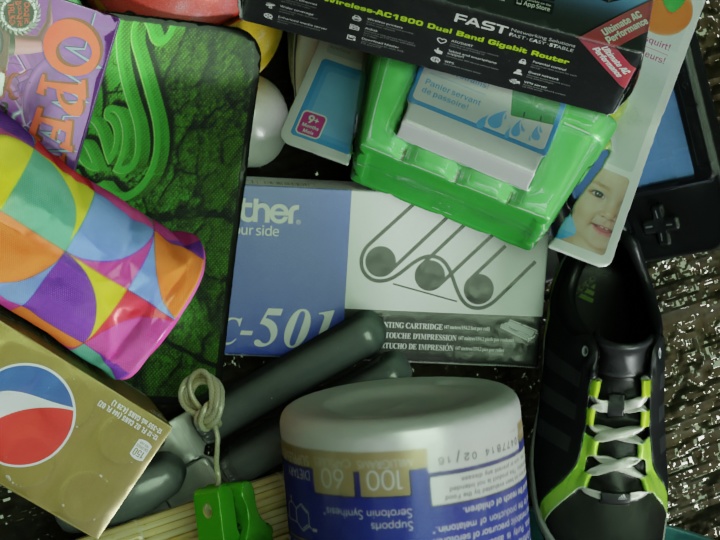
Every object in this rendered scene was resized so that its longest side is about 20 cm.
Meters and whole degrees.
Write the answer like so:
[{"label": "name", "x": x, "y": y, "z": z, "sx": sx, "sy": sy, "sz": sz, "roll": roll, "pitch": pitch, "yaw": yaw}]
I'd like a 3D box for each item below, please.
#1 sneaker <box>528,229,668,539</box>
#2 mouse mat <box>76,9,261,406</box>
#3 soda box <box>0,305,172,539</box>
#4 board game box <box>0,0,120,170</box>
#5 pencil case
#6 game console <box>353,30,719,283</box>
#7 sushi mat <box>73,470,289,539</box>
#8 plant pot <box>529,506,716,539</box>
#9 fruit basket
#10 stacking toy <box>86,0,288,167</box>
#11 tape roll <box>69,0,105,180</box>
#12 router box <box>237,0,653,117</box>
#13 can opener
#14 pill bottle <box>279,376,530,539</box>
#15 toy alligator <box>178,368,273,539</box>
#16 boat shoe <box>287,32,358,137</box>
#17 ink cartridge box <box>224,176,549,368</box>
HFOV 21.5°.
[{"label": "sneaker", "x": 0.124, "y": 0.064, "z": 0.987, "sx": 0.071, "sy": 0.083, "sz": 0.201, "roll": -1, "pitch": 67, "yaw": -1}, {"label": "mouse mat", "x": -0.137, "y": -0.031, "z": 0.958, "sx": 0.160, "sy": 0.008, "sz": 0.201, "roll": 4, "pitch": 99, "yaw": -18}, {"label": "soda box", "x": -0.192, "y": 0.044, "z": 0.890, "sx": 0.200, "sy": 0.064, "sz": 0.068, "roll": 34, "pitch": 89, "yaw": -21}, {"label": "board game box", "x": -0.203, "y": -0.046, "z": 0.919, "sx": 0.120, "sy": 0.032, "sz": 0.201, "roll": 15, "pitch": 96, "yaw": -23}, {"label": "pencil case", "x": -0.168, "y": -0.031, "z": 0.874, "sx": 0.200, "sy": 0.088, "sz": 0.089, "roll": 36, "pitch": 78, "yaw": -21}, {"label": "game console", "x": 0.094, "y": -0.088, "z": 1.060, "sx": 0.116, "sy": 0.175, "sz": 0.201, "roll": -20, "pitch": 97, "yaw": -47}, {"label": "sushi mat", "x": -0.067, "y": 0.163, "z": 0.982, "sx": 0.199, "sy": 0.012, "sz": 0.096, "roll": -16, "pitch": 84, "yaw": -23}, {"label": "plant pot", "x": 0.141, "y": 0.253, "z": 1.039, "sx": 0.199, "sy": 0.200, "sz": 0.189, "roll": 9, "pitch": 102, "yaw": -19}, {"label": "fruit basket", "x": 0.078, "y": -0.124, "z": 0.988, "sx": 0.185, "sy": 0.094, "sz": 0.201, "roll": 23, "pitch": 80, "yaw": 1}, {"label": "stacking toy", "x": -0.085, "y": -0.143, "z": 1.002, "sx": 0.146, "sy": 0.146, "sz": 0.201, "roll": -30, "pitch": 114, "yaw": -17}, {"label": "tape roll", "x": -0.230, "y": -0.086, "z": 0.960, "sx": 0.200, "sy": 0.048, "sz": 0.201, "roll": -1, "pitch": 92, "yaw": -17}, {"label": "router box", "x": 0.052, "y": -0.177, "z": 0.939, "sx": 0.199, "sy": 0.062, "sz": 0.150, "roll": 14, "pitch": 63, "yaw": -3}, {"label": "can opener", "x": -0.065, "y": 0.091, "z": 0.999, "sx": 0.200, "sy": 0.066, "sz": 0.053, "roll": -31, "pitch": 101, "yaw": 7}, {"label": "pill bottle", "x": 0.027, "y": 0.160, "z": 0.932, "sx": 0.119, "sy": 0.120, "sz": 0.201, "roll": -7, "pitch": 97, "yaw": -19}, {"label": "toy alligator", "x": -0.061, "y": 0.151, "z": 0.953, "sx": 0.054, "sy": 0.059, "sz": 0.201, "roll": 14, "pitch": 69, "yaw": -59}, {"label": "boat shoe", "x": -0.015, "y": -0.173, "z": 1.039, "sx": 0.072, "sy": 0.062, "sz": 0.201, "roll": 3, "pitch": 93, "yaw": -49}, {"label": "ink cartridge box", "x": 0.000, "y": 0.000, "z": 1.031, "sx": 0.199, "sy": 0.044, "sz": 0.094, "roll": 2, "pitch": 99, "yaw": -6}]
